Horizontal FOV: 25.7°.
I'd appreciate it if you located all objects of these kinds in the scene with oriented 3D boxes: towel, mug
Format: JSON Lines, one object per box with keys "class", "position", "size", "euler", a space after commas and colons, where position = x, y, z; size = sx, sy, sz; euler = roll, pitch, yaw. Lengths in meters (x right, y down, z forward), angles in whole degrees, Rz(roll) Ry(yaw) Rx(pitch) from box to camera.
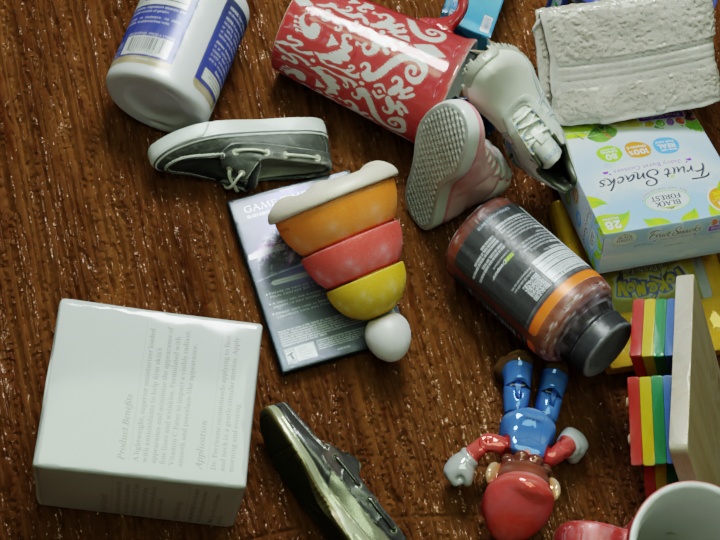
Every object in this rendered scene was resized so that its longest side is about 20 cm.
{"class": "towel", "position": [0.285, -0.229, 1.695], "size": [0.198, 0.035, 0.134], "euler": [-9, 113, 2]}
{"class": "mug", "position": [0.279, 0.280, 1.526], "size": [0.177, 0.200, 0.134], "euler": [39, 69, 8]}
{"class": "mug", "position": [0.021, -0.248, 1.743], "size": [0.198, 0.134, 0.179], "euler": [24, 68, 6]}

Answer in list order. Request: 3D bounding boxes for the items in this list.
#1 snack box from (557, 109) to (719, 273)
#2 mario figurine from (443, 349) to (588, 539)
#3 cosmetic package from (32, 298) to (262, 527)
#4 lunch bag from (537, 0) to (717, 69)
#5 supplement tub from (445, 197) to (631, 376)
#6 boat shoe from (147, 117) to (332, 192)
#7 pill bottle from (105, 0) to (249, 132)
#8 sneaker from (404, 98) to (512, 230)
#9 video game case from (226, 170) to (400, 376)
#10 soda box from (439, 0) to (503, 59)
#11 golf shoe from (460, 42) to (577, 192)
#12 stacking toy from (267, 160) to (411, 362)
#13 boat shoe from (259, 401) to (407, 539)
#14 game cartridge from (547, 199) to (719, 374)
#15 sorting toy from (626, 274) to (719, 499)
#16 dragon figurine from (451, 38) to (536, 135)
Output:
{"class": "snack box", "position": [0.304, -0.100, 1.718], "size": [0.167, 0.068, 0.201], "euler": [-10, 49, -11]}
{"class": "mario figurine", "position": [0.161, 0.190, 1.633], "size": [0.122, 0.106, 0.201], "euler": [-5, 52, 28]}
{"class": "cosmetic package", "position": [-0.205, 0.142, 1.534], "size": [0.198, 0.165, 0.167], "euler": [8, 67, -6]}
{"class": "lunch bag", "position": [0.300, -0.305, 1.751], "size": [0.168, 0.201, 0.125], "euler": [13, 44, -5]}
{"class": "supplement tub", "position": [0.187, 0.021, 1.646], "size": [0.107, 0.107, 0.200], "euler": [-36, 61, -19]}
{"class": "boat shoe", "position": [-0.127, -0.121, 1.699], "size": [0.198, 0.071, 0.064], "euler": [-8, 69, -13]}
{"class": "pill bottle", "position": [-0.188, -0.263, 1.718], "size": [0.119, 0.120, 0.202], "euler": [20, 67, 0]}
{"class": "sneaker", "position": [0.115, -0.125, 1.672], "size": [0.104, 0.201, 0.076], "euler": [-23, 66, -23]}
{"class": "video game case", "position": [-0.047, 0.000, 1.692], "size": [0.141, 0.019, 0.202], "euler": [-15, 71, -14]}
{"class": "soda box", "position": [0.143, -0.344, 1.826], "size": [0.064, 0.068, 0.202], "euler": [21, 67, 0]}
{"class": "golf shoe", "position": [0.175, -0.154, 1.623], "size": [0.078, 0.200, 0.097], "euler": [-41, 50, 4]}
{"class": "stacking toy", "position": [0.000, 0.000, 1.643], "size": [0.145, 0.146, 0.202], "euler": [-21, 92, -16]}
{"class": "boat shoe", "position": [-0.027, 0.213, 1.589], "size": [0.066, 0.072, 0.202], "euler": [-29, 76, -28]}
{"class": "game cartridge", "position": [0.313, 0.006, 1.735], "size": [0.174, 0.032, 0.202], "euler": [-9, 69, -12]}
{"class": "sorting toy", "position": [0.315, 0.144, 1.594], "size": [0.069, 0.201, 0.200], "euler": [-4, 53, 20]}
{"class": "dragon figurine", "position": [0.136, -0.190, 1.697], "size": [0.059, 0.200, 0.100], "euler": [33, 102, 6]}
